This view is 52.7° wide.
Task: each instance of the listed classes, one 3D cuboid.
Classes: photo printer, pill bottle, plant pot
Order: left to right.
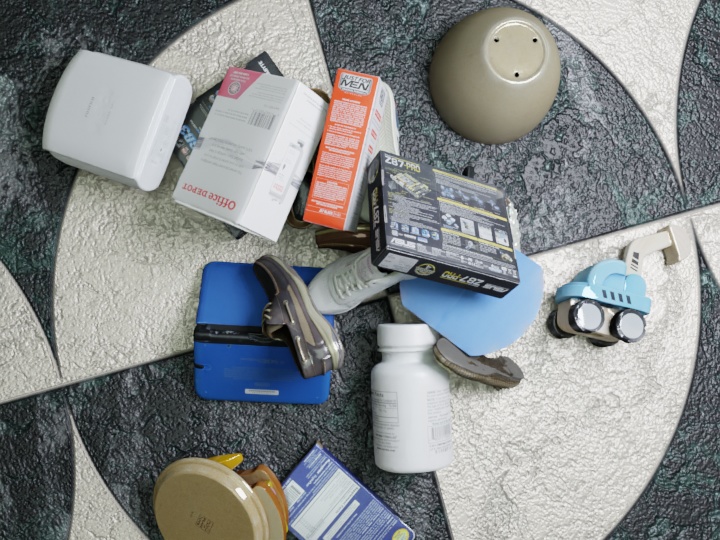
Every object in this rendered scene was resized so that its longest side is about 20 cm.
[{"bbox_3d":[-0.350,-0.216,1.020,0.199,0.069,0.168,20,88,21],"label":"photo printer"},{"bbox_3d":[0.072,0.177,1.042,0.113,0.114,0.202,-3,88,-4],"label":"pill bottle"},{"bbox_3d":[0.208,-0.297,1.061,0.198,0.134,0.203,0,88,-4],"label":"plant pot"}]

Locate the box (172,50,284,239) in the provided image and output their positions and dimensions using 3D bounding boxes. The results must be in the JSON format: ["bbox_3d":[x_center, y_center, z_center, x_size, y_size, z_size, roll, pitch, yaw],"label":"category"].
[{"bbox_3d":[-0.161,-0.183,1.070,0.198,0.050,0.201,-37,92,-4],"label":"box"}]

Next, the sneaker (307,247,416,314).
[{"bbox_3d":[0.000,0.000,0.998,0.199,0.100,0.075,-27,78,16],"label":"sneaker"}]

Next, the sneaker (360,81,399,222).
[{"bbox_3d":[0.027,-0.170,1.067,0.074,0.084,0.202,4,93,8],"label":"sneaker"}]

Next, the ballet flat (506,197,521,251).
[{"bbox_3d":[0.208,-0.006,1.092,0.071,0.072,0.202,11,89,-4],"label":"ballet flat"}]

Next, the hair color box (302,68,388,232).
[{"bbox_3d":[-0.018,-0.156,0.979,0.061,0.101,0.202,14,93,8],"label":"hair color box"}]

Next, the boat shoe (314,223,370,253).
[{"bbox_3d":[0.031,-0.033,1.067,0.198,0.072,0.068,2,89,-4],"label":"boat shoe"}]

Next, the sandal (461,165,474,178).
[{"bbox_3d":[0.162,-0.053,1.081,0.047,0.075,0.203,4,97,-3],"label":"sandal"}]

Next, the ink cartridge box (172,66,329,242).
[{"bbox_3d":[-0.146,-0.157,0.974,0.146,0.083,0.202,22,87,37],"label":"ink cartridge box"}]

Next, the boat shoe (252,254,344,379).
[{"bbox_3d":[-0.100,0.061,0.993,0.073,0.075,0.200,-27,62,-23],"label":"boat shoe"}]

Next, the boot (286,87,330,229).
[{"bbox_3d":[-0.069,-0.160,1.018,0.073,0.075,0.202,7,89,-5],"label":"boot"}]

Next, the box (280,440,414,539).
[{"bbox_3d":[-0.030,0.364,1.067,0.200,0.032,0.121,42,86,1],"label":"box"}]

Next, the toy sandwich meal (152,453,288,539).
[{"bbox_3d":[-0.199,0.338,1.031,0.203,0.070,0.207,6,109,18],"label":"toy sandwich meal"}]

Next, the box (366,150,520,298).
[{"bbox_3d":[0.107,-0.061,0.950,0.198,0.049,0.163,13,55,-22],"label":"box"}]

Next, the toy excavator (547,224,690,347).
[{"bbox_3d":[0.394,0.014,1.090,0.193,0.100,0.202,12,78,-5],"label":"toy excavator"}]

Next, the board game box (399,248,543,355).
[{"bbox_3d":[0.154,0.025,1.026,0.199,0.039,0.158,36,84,18],"label":"board game box"}]

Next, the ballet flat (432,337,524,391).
[{"bbox_3d":[0.165,0.141,1.039,0.046,0.199,0.068,-46,50,23],"label":"ballet flat"}]

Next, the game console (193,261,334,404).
[{"bbox_3d":[-0.140,0.093,1.077,0.198,0.119,0.172,4,119,-4],"label":"game console"}]
